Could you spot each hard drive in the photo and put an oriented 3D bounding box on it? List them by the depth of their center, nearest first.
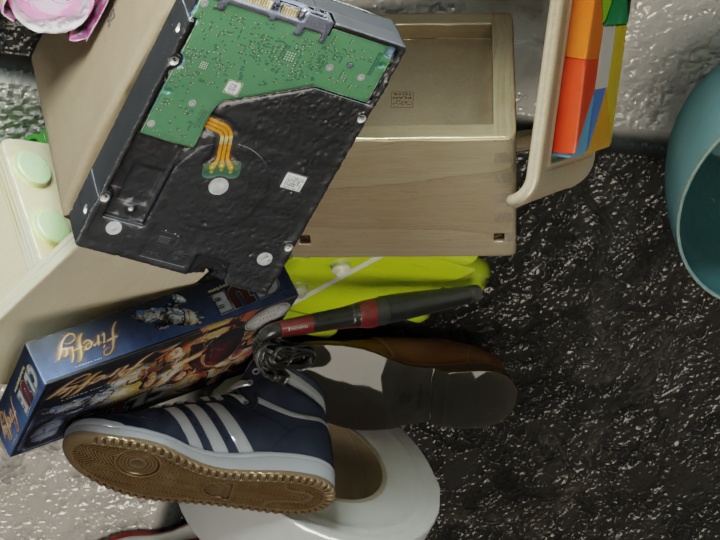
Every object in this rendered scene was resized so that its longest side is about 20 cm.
[{"bbox_3d":[-0.078,-0.085,1.354,0.139,0.038,0.200,14,123,-27],"label":"hard drive"}]

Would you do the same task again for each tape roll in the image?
[{"bbox_3d":[-0.042,0.166,1.709,0.202,0.203,0.071,14,122,-24],"label":"tape roll"}]

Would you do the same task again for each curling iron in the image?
[{"bbox_3d":[0.004,0.038,1.618,0.200,0.026,0.050,-18,138,-29],"label":"curling iron"}]

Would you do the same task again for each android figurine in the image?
[{"bbox_3d":[0.000,0.000,1.647,0.182,0.041,0.200,-27,153,37],"label":"android figurine"}]

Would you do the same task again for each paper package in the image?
[{"bbox_3d":[-0.128,-0.145,1.445,0.103,0.200,0.191,18,119,-27],"label":"paper package"}]

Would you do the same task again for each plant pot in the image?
[{"bbox_3d":[0.311,-0.089,1.650,0.199,0.135,0.201,-7,128,-9],"label":"plant pot"}]

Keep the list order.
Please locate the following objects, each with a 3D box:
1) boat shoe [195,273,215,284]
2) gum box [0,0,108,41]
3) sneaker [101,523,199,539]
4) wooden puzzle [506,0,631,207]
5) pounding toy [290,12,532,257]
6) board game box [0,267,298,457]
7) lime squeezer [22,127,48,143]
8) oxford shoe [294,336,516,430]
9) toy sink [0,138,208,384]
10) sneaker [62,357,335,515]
[{"bbox_3d":[-0.143,0.032,1.672,0.071,0.070,0.201,5,127,-50],"label":"boat shoe"},{"bbox_3d":[-0.177,-0.256,1.403,0.066,0.114,0.200,14,122,-24],"label":"gum box"},{"bbox_3d":[-0.165,0.274,1.810,0.200,0.116,0.078,-24,129,3],"label":"sneaker"},{"bbox_3d":[0.153,-0.143,1.490,0.037,0.185,0.201,15,101,15],"label":"wooden puzzle"},{"bbox_3d":[0.045,-0.093,1.563,0.183,0.200,0.142,0,128,3],"label":"pounding toy"},{"bbox_3d":[-0.154,0.062,1.564,0.200,0.035,0.136,-19,162,-27],"label":"board game box"},{"bbox_3d":[-0.217,-0.080,1.586,0.199,0.038,0.071,-17,160,-3],"label":"lime squeezer"},{"bbox_3d":[0.019,0.082,1.744,0.199,0.071,0.072,7,117,-15],"label":"oxford shoe"},{"bbox_3d":[-0.209,-0.016,1.535,0.130,0.112,0.200,4,146,-46],"label":"toy sink"},{"bbox_3d":[-0.115,0.109,1.600,0.199,0.109,0.070,11,142,-14],"label":"sneaker"}]
